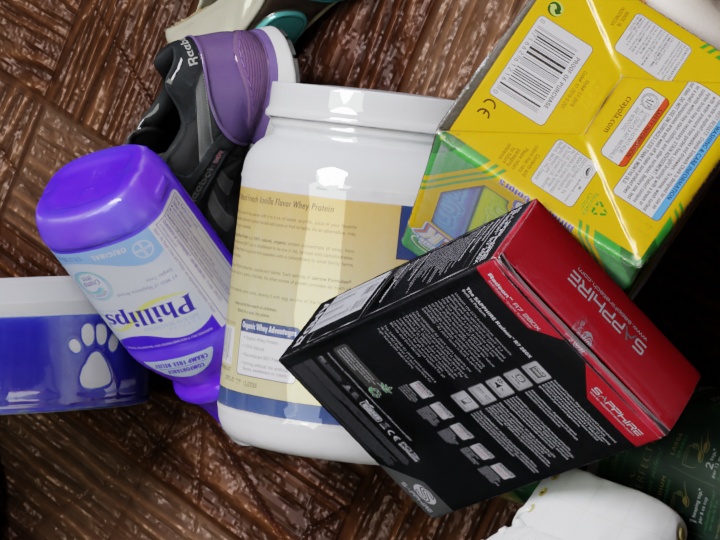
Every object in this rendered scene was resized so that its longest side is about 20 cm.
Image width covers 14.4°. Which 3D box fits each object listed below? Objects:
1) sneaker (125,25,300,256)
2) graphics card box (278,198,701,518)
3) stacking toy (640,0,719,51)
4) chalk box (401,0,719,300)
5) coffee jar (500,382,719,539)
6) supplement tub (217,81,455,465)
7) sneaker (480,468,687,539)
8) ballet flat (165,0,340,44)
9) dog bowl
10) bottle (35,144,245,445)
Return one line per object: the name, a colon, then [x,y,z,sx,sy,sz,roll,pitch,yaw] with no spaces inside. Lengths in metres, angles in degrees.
sneaker: [-0.103,-0.055,1.660,0.076,0.087,0.201,53,139,47]
graphics card box: [0.061,0.049,1.418,0.125,0.051,0.200,45,144,-13]
stacking toy: [0.141,-0.136,1.505,0.200,0.146,0.147,-32,70,48]
chalk box: [0.108,-0.044,1.456,0.124,0.200,0.125,33,71,7]
coffee jar: [0.146,0.095,1.503,0.200,0.085,0.105,25,111,34]
supplement tub: [0.000,0.000,1.576,0.144,0.144,0.201,9,94,36]
sneaker: [0.071,0.158,1.453,0.199,0.074,0.116,-1,43,28]
ballet flat: [-0.041,-0.174,1.661,0.200,0.069,0.070,-37,68,29]
dog bowl: [-0.226,0.044,1.707,0.200,0.200,0.079,-2,90,36]
bottle: [-0.104,0.019,1.633,0.083,0.200,0.065,-12,39,30]
